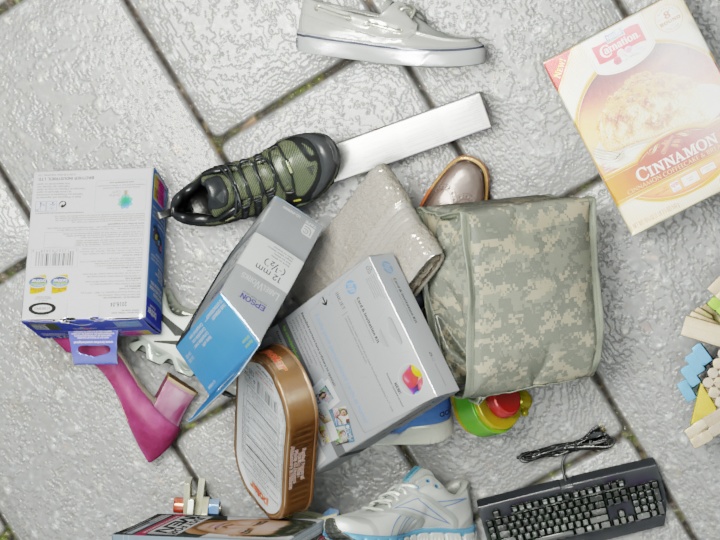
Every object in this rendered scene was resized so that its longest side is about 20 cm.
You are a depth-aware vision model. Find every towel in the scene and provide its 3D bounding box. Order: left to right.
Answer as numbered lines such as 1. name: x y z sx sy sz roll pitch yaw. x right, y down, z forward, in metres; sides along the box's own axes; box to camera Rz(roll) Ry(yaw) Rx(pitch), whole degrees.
1. towel: 0.000 0.000 1.539 0.200 0.034 0.133 -53 54 34

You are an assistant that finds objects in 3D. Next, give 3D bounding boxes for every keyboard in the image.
1. keyboard: 0.225 0.240 1.618 0.200 0.021 0.127 -16 96 8

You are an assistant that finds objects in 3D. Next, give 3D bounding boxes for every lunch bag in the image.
1. lunch bag: 0.154 0.027 1.521 0.164 0.118 0.200 -8 97 -25

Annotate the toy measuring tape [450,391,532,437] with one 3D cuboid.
1. toy measuring tape: 0.104 0.135 1.552 0.200 0.074 0.074 11 102 -37

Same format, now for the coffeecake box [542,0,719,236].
1. coffeecake box: 0.299 -0.161 1.525 0.153 0.073 0.200 -28 93 11

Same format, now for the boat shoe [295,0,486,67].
1. boat shoe: 0.033 -0.249 1.549 0.200 0.072 0.066 9 104 14

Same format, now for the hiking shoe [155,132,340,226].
1. hiking shoe: -0.113 -0.084 1.550 0.200 0.101 0.076 -22 94 29

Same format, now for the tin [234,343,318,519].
1. tin: -0.089 0.167 1.534 0.042 0.112 0.200 -15 128 -26

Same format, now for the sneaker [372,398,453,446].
1. sneaker: -0.005 0.135 1.599 0.200 0.077 0.111 -6 103 3

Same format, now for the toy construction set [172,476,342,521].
1. toy construction set: -0.115 0.298 1.630 0.200 0.092 0.131 11 124 13

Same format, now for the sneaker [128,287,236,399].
1. sneaker: -0.146 0.081 1.612 0.200 0.074 0.089 23 102 3

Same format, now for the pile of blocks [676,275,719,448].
1. pile of blocks: 0.373 0.086 1.562 0.082 0.062 0.200 20 92 16

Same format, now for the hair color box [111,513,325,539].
1. hair color box: -0.145 0.293 1.547 0.200 0.099 0.061 -1 94 22

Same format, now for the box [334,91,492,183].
1. box: 0.039 -0.137 1.576 0.200 0.039 0.041 -20 96 9

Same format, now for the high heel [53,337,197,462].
1. high heel: -0.284 0.125 1.640 0.200 0.067 0.096 32 90 -12

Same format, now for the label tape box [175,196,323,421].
1. label tape box: -0.127 0.040 1.517 0.066 0.200 0.143 35 145 -7

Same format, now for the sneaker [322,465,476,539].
1. sneaker: 0.042 0.251 1.582 0.075 0.200 0.087 0 86 48

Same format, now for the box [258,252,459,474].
1. box: -0.010 0.096 1.502 0.200 0.041 0.156 -38 72 39

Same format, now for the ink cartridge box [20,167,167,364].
1. ink cartridge box: -0.280 -0.003 1.579 0.136 0.076 0.200 -1 72 8

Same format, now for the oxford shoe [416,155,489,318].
1. oxford shoe: 0.082 -0.025 1.570 0.071 0.073 0.200 22 100 4
